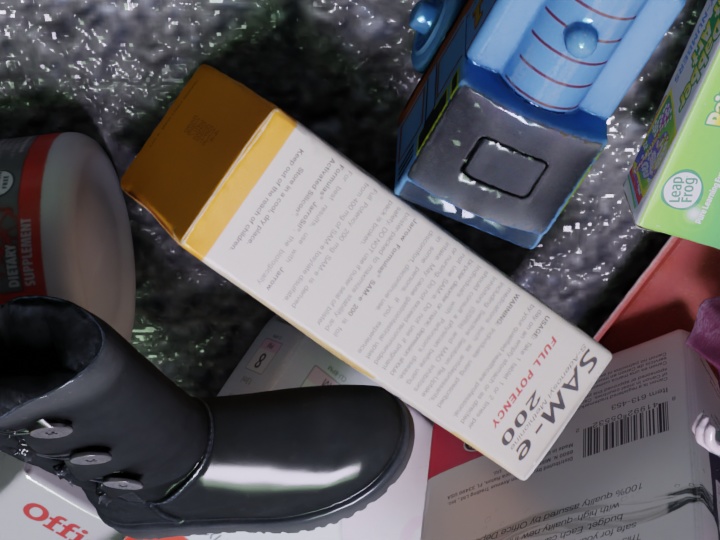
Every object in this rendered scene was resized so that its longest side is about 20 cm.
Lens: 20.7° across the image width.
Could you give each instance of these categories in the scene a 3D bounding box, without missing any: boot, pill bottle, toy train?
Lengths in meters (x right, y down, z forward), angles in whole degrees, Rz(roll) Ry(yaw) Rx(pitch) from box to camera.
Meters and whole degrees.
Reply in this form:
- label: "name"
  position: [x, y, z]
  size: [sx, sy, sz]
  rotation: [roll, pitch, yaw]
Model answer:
- label: "boot"
  position: [-0.081, 0.058, 0.857]
  size: [0.164, 0.066, 0.200]
  rotation: [-17, 149, 13]
- label: "pill bottle"
  position: [-0.214, 0.003, 0.921]
  size: [0.199, 0.116, 0.116]
  rotation: [-6, 130, 8]
- label: "toy train"
  position: [0.082, -0.109, 0.808]
  size: [0.086, 0.115, 0.200]
  rotation: [21, 129, -15]

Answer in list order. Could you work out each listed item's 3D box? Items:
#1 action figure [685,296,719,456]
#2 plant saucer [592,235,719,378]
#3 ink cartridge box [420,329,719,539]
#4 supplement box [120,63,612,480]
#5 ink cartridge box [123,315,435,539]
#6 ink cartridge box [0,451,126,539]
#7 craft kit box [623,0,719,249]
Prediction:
- label: "action figure"
  position: [0.202, 0.092, 0.868]
  size: [0.133, 0.200, 0.150]
  rotation: [-3, 125, -1]
- label: "plant saucer"
  position: [0.219, 0.031, 0.972]
  size: [0.199, 0.037, 0.200]
  rotation: [22, 129, -15]
- label: "ink cartridge box"
  position: [0.106, 0.139, 0.913]
  size: [0.144, 0.200, 0.085]
  rotation: [-23, 121, 21]
- label: "supplement box"
  position: [0.000, 0.000, 0.890]
  size: [0.200, 0.126, 0.074]
  rotation: [35, 91, -23]
- label: "ink cartridge box"
  position: [-0.034, 0.149, 1.006]
  size: [0.162, 0.201, 0.057]
  rotation: [40, 165, -27]
- label: "ink cartridge box"
  position: [-0.171, 0.163, 1.076]
  size: [0.146, 0.085, 0.200]
  rotation: [32, 126, -22]
- label: "craft kit box"
  position: [0.241, -0.083, 0.842]
  size: [0.196, 0.049, 0.201]
  rotation: [16, 116, -14]
